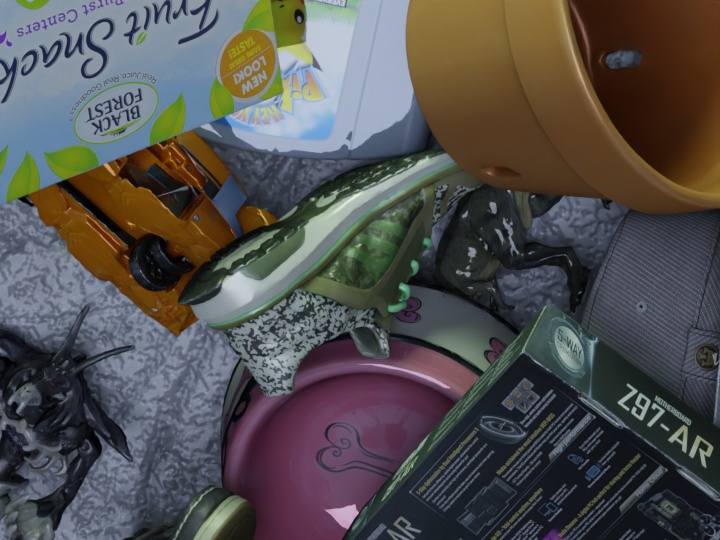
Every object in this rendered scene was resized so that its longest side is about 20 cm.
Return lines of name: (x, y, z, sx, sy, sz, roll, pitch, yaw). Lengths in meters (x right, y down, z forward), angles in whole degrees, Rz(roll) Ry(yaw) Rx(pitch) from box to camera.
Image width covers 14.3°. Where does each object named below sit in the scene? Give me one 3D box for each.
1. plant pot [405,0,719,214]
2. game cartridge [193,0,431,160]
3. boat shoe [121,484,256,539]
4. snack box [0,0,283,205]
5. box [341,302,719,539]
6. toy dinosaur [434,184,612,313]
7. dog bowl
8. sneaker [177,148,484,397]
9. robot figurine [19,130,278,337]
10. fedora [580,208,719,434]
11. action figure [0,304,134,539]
plant pot: (0.118, -0.121, 1.463, 0.140, 0.200, 0.200, -11, 106, 46)
game cartridge: (-0.051, -0.131, 1.549, 0.200, 0.040, 0.134, 12, 107, 0)
boat shoe: (-0.112, 0.174, 1.564, 0.066, 0.072, 0.201, 39, 143, 12)
snack box: (-0.143, -0.137, 1.393, 0.200, 0.068, 0.169, -22, 118, -31)
box: (0.100, 0.132, 1.459, 0.160, 0.044, 0.200, 36, 130, -3)
toy dinosaur: (0.089, -0.030, 1.561, 0.088, 0.047, 0.200, 18, 100, 6)
dog bowl: (0.014, 0.110, 1.561, 0.200, 0.074, 0.200, 4, 113, 10)
sneaker: (0.000, 0.000, 1.501, 0.200, 0.077, 0.089, -31, 104, -26)
robot figurine: (-0.139, -0.057, 1.535, 0.200, 0.058, 0.145, 45, 143, -11)
fedora: (0.164, 0.042, 1.511, 0.090, 0.177, 0.200, 8, 108, 13)
action figure: (-0.206, 0.110, 1.579, 0.119, 0.102, 0.200, 39, 103, 6)
